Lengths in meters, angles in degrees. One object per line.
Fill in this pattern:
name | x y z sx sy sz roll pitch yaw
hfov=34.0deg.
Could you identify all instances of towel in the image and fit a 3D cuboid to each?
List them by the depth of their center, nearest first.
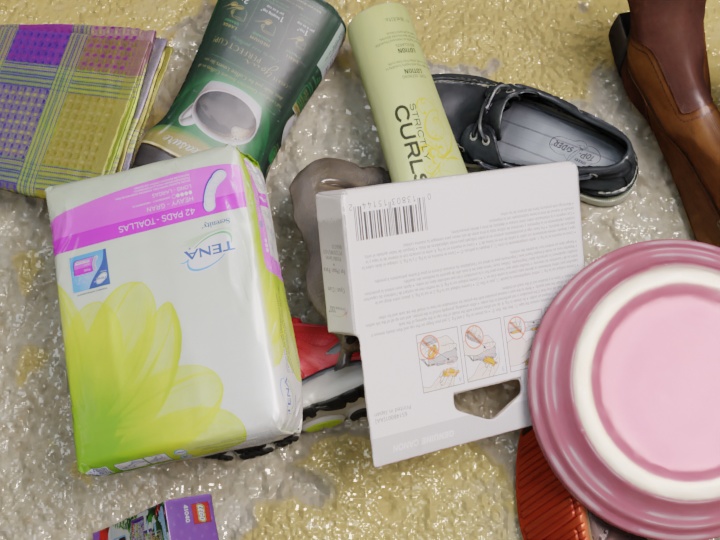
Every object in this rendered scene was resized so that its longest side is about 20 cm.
towel | -0.246 -0.125 0.926 0.197 0.023 0.146 9 76 28

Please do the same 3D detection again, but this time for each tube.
tube | 0.042 -0.099 0.867 0.057 0.052 0.203 -20 72 10

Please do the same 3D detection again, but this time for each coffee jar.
coffee jar | -0.096 -0.124 0.905 0.103 0.085 0.202 27 80 -2

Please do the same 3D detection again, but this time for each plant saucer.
plant saucer | 0.211 0.076 0.782 0.196 0.051 0.205 -1 79 3

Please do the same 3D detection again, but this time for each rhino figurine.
rhino figurine | 0.000 0.000 0.848 0.086 0.060 0.203 0 57 -20

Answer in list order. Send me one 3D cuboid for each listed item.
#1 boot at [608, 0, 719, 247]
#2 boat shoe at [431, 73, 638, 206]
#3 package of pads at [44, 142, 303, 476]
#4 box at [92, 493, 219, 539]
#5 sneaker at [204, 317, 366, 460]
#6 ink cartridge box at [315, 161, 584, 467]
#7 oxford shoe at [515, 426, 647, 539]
boot | 0.234 -0.115 0.822 0.067 0.189 0.203 -14 74 -9
boat shoe | 0.118 -0.108 0.893 0.197 0.066 0.075 27 81 11
package of pads | -0.124 0.026 0.803 0.152 0.068 0.204 -12 78 10
box | -0.127 0.264 0.796 0.039 0.136 0.204 -2 73 -35
sneaker | -0.061 0.080 0.872 0.196 0.077 0.086 -15 60 -5
ink cartridge box | 0.071 0.024 0.811 0.197 0.044 0.180 -9 96 -30
oxford shoe | 0.165 0.191 0.829 0.071 0.071 0.203 -1 65 -30
